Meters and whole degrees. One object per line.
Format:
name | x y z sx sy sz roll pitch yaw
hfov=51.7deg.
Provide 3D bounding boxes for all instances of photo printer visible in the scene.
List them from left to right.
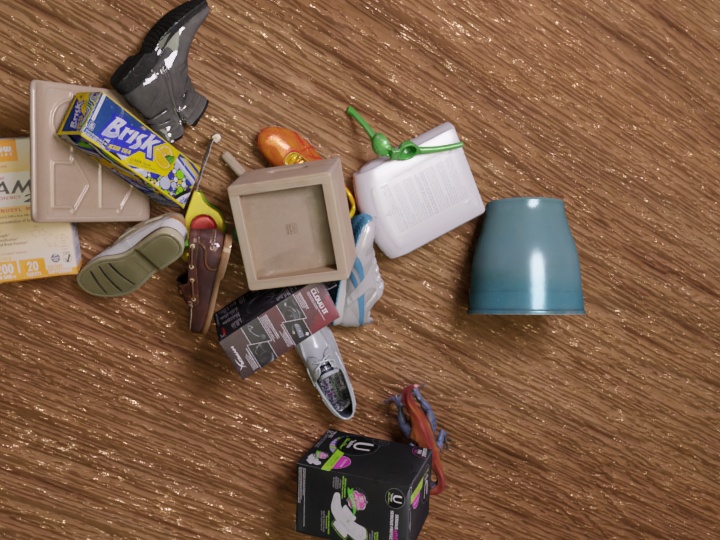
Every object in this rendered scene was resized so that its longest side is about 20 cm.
photo printer | 0.091 -0.127 1.234 0.197 0.069 0.169 -28 106 -7

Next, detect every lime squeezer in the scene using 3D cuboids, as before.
lime squeezer | 0.061 -0.203 1.179 0.196 0.071 0.038 18 132 8

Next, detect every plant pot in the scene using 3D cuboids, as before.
plant pot | 0.276 -0.022 1.252 0.195 0.200 0.193 0 87 -14

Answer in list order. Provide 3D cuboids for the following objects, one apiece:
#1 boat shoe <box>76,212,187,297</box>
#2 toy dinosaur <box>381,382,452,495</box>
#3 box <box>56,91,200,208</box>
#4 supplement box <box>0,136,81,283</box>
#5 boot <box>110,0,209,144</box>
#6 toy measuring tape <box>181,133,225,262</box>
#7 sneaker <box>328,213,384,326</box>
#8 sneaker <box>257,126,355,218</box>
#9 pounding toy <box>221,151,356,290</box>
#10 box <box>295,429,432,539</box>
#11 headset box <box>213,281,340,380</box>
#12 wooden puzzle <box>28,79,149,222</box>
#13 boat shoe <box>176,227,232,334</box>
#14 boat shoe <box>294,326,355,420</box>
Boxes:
boat shoe | -0.343 -0.023 1.133 0.196 0.069 0.075 -22 126 18
toy dinosaur | 0.100 0.303 1.295 0.103 0.200 0.185 -23 76 7
box | -0.325 -0.169 1.060 0.200 0.063 0.071 40 65 -50
supplement box | -0.487 -0.092 1.087 0.123 0.073 0.205 -7 103 -14
boot | -0.270 -0.295 1.110 0.202 0.067 0.131 -54 132 -16
toy measuring tape | -0.231 -0.106 1.155 0.072 0.074 0.204 18 97 -17
sneaker | 0.000 0.000 1.228 0.079 0.077 0.204 4 120 -16
sneaker | -0.079 -0.157 1.180 0.199 0.077 0.073 38 93 -17
pounding toy | -0.118 -0.088 1.123 0.195 0.143 0.188 -7 109 10
box | 0.009 0.365 1.237 0.195 0.148 0.128 7 103 19
headset box | -0.128 0.065 1.176 0.198 0.149 0.078 -32 109 -7
wooden puzzle | -0.389 -0.165 1.066 0.198 0.046 0.190 -7 102 -53
boat shoe | -0.250 0.016 1.148 0.069 0.071 0.203 8 127 -17
boat shoe | -0.057 0.162 1.256 0.069 0.071 0.204 -27 107 -7
